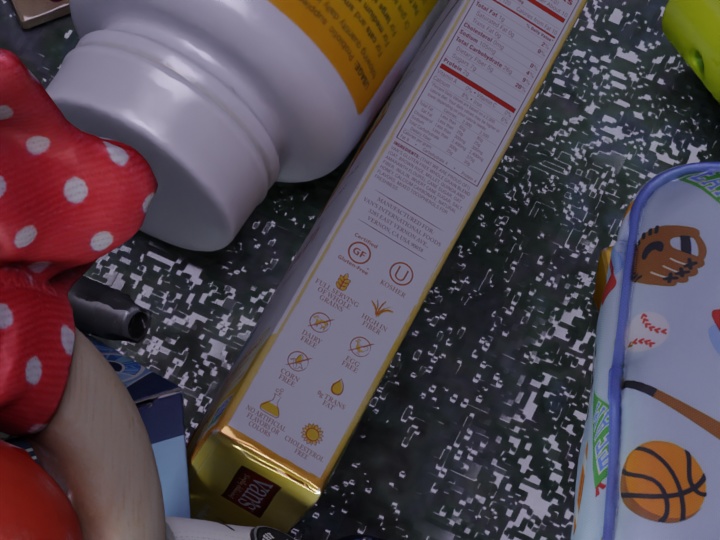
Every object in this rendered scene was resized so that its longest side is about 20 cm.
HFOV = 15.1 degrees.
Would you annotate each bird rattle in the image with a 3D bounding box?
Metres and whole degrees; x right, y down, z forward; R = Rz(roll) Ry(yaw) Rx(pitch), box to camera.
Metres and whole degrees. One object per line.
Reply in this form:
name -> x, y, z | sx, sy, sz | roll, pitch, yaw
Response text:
bird rattle -> -0.112, 0.050, 0.665 | 0.112, 0.163, 0.200 | -5, 36, 41

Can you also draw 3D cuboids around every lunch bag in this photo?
lunch bag -> 0.144, 0.066, 0.796 | 0.159, 0.076, 0.201 | 7, 57, 2

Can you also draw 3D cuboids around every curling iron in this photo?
curling iron -> -0.132, -0.012, 0.831 | 0.049, 0.026, 0.199 | -14, 22, -41

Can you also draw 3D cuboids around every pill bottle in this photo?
pill bottle -> -0.023, -0.107, 0.908 | 0.109, 0.109, 0.200 | 28, 67, 13

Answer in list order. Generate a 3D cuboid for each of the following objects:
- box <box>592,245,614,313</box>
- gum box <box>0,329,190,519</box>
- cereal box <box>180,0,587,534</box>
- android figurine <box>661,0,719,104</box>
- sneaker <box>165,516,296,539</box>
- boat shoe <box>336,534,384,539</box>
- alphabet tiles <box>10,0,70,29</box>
box -> 0.183, 0.039, 0.878 | 0.199, 0.042, 0.120 | -9, 64, -1
gum box -> -0.171, 0.044, 0.781 | 0.169, 0.045, 0.200 | -14, 22, -32
cereal box -> 0.000, 0.000, 0.830 | 0.039, 0.144, 0.201 | 30, 62, -2
android figurine -> 0.198, -0.088, 0.914 | 0.181, 0.041, 0.200 | -20, 52, -12
sneaker -> -0.089, 0.138, 0.764 | 0.200, 0.088, 0.074 | -49, 39, 18
boat shoe -> -0.015, 0.169, 0.800 | 0.084, 0.069, 0.201 | 12, 65, 6
alphabet tiles -> -0.112, -0.186, 1.003 | 0.166, 0.008, 0.201 | -21, 67, -10
